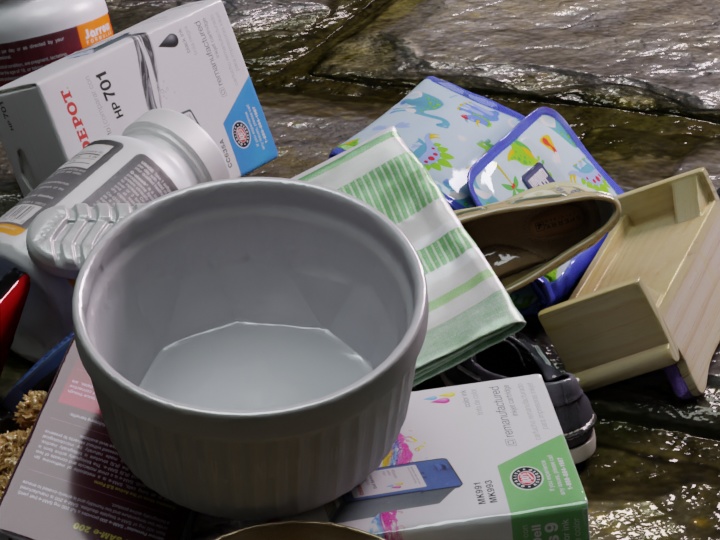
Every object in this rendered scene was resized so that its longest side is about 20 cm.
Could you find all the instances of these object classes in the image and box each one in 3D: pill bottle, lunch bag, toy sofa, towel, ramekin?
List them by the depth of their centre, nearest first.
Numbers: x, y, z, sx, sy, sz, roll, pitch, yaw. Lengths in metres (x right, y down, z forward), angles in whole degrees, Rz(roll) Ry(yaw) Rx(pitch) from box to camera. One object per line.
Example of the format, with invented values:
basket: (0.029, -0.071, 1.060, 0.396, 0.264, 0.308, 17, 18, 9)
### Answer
ramekin: (-0.060, 0.048, 1.127, 0.199, 0.105, 0.201, 0, 42, 0)
towel: (0.000, 0.000, 1.313, 0.152, 0.023, 0.200, -27, 49, -3)
toy sofa: (0.207, 0.017, 1.403, 0.082, 0.098, 0.200, -19, 18, 32)
pill bottle: (-0.192, -0.029, 1.476, 0.116, 0.117, 0.200, 15, 44, 34)
lunch bag: (0.090, -0.048, 1.498, 0.199, 0.128, 0.170, 26, 36, 18)
pill bottle: (-0.260, -0.172, 1.687, 0.112, 0.201, 0.113, -12, 17, 4)

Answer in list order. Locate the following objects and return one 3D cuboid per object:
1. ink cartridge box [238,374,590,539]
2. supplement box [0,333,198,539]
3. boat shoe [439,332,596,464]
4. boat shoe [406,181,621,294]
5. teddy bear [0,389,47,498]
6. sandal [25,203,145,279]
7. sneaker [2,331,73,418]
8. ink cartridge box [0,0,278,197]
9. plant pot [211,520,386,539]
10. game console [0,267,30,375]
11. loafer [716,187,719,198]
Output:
ink cartridge box: (0.027, 0.145, 1.166, 0.199, 0.088, 0.146, -9, 28, -1)
supplement box: (-0.139, 0.102, 1.201, 0.108, 0.061, 0.201, 18, 54, 3)
boat shoe: (0.102, 0.060, 1.337, 0.072, 0.063, 0.200, -16, 28, -14)
boat shoe: (0.083, -0.014, 1.358, 0.199, 0.074, 0.063, -26, 5, -15)
teddy bear: (-0.189, 0.127, 1.262, 0.199, 0.067, 0.145, -4, 30, 4)
sandal: (-0.133, -0.006, 1.388, 0.201, 0.050, 0.083, 11, 46, -1)
sneaker: (-0.158, 0.062, 1.338, 0.200, 0.078, 0.070, -36, 7, 29)
ink cartridge box: (-0.184, -0.118, 1.622, 0.200, 0.147, 0.086, -32, 18, -38)
plant pot: (-0.035, 0.223, 1.023, 0.199, 0.028, 0.201, -2, 52, 3)
game console: (-0.329, 0.084, 1.324, 0.118, 0.173, 0.200, 26, 33, 3)
loafer: (0.339, -0.030, 1.436, 0.073, 0.073, 0.200, 25, 10, -41)
